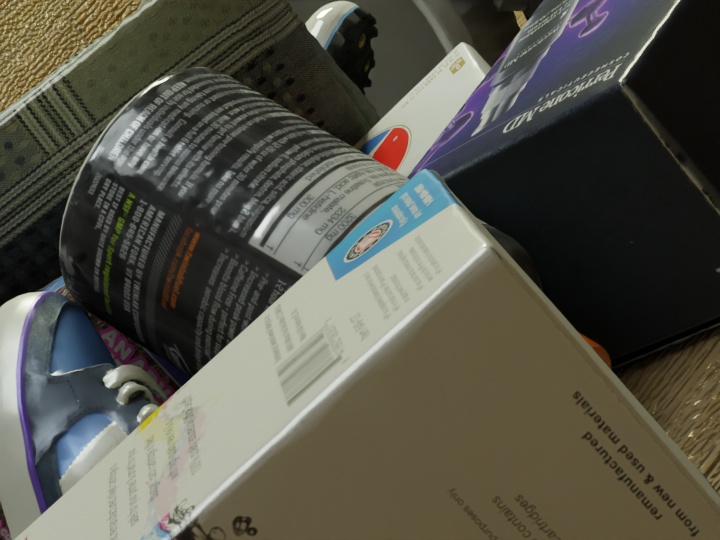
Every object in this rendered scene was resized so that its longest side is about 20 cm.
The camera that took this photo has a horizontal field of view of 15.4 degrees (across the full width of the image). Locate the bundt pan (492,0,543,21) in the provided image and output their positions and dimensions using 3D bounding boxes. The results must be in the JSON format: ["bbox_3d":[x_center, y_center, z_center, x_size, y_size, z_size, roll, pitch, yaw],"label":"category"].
[{"bbox_3d":[0.100,-0.165,1.275,0.076,0.201,0.202,-55,7,22],"label":"bundt pan"}]

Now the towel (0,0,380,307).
[{"bbox_3d":[-0.089,-0.033,1.145,0.200,0.193,0.035,-36,48,1],"label":"towel"}]

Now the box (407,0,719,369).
[{"bbox_3d":[0.127,-0.066,1.042,0.148,0.104,0.200,-27,19,48],"label":"box"}]

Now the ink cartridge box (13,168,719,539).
[{"bbox_3d":[0.000,0.097,0.791,0.200,0.145,0.147,-41,12,4],"label":"ink cartridge box"}]

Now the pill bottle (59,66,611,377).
[{"bbox_3d":[-0.006,0.013,0.979,0.106,0.199,0.107,-42,-30,-31],"label":"pill bottle"}]

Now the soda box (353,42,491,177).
[{"bbox_3d":[0.000,0.000,1.142,0.200,0.064,0.068,-44,24,9],"label":"soda box"}]

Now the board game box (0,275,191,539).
[{"bbox_3d":[-0.125,0.124,1.048,0.097,0.160,0.200,-26,20,53],"label":"board game box"}]

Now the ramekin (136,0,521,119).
[{"bbox_3d":[-0.009,-0.084,1.308,0.200,0.201,0.105,-34,0,33],"label":"ramekin"}]

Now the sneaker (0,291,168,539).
[{"bbox_3d":[-0.048,0.079,0.942,0.146,0.081,0.201,-21,60,14],"label":"sneaker"}]

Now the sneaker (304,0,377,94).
[{"bbox_3d":[-0.058,-0.048,1.244,0.200,0.072,0.072,-58,-14,28],"label":"sneaker"}]
